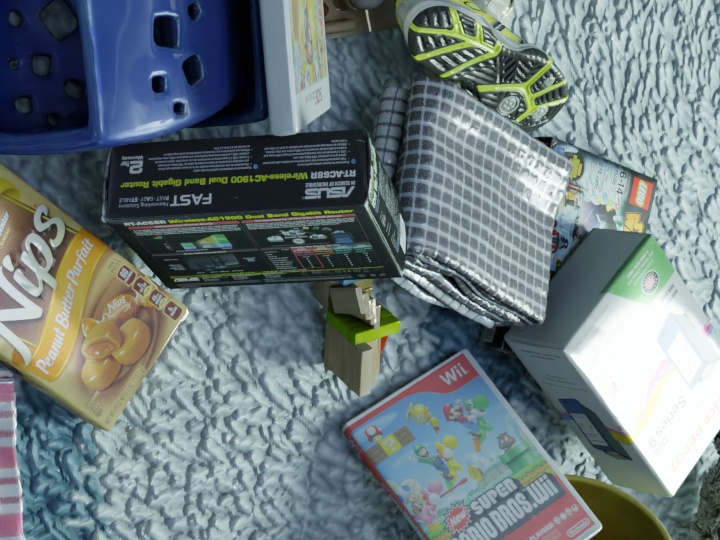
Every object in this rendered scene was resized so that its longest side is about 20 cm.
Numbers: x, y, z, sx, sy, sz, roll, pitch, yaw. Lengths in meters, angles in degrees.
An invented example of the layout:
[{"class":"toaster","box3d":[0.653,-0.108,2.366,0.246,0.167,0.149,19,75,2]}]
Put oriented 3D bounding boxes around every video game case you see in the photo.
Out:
[{"class":"video game case","box3d":[-0.049,-0.209,1.155,0.023,0.182,0.201,-3,101,7]},{"class":"video game case","box3d":[0.097,0.180,1.368,0.143,0.017,0.200,-30,72,-26]}]

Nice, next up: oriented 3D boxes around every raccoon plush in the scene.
[{"class":"raccoon plush","box3d":[0.362,0.237,1.582,0.096,0.134,0.201,19,50,-16]}]

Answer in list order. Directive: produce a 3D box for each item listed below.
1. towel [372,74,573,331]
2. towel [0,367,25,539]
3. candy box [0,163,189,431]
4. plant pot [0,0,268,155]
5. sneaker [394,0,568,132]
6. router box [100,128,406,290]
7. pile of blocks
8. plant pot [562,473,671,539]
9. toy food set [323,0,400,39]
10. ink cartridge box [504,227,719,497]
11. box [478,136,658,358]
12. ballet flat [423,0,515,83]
[{"class":"towel","box3d":[0.093,-0.052,1.334,0.199,0.085,0.167,26,61,-40]},{"class":"towel","box3d":[-0.319,0.179,1.172,0.146,0.030,0.202,-7,97,-30]},{"class":"candy box","box3d":[-0.241,0.019,1.194,0.200,0.055,0.116,40,73,-27]},{"class":"plant pot","box3d":[-0.172,-0.190,1.148,0.179,0.199,0.202,-8,96,-38]},{"class":"sneaker","box3d":[0.106,-0.187,1.341,0.075,0.077,0.200,-41,135,17]},{"class":"router box","box3d":[-0.075,-0.043,1.183,0.199,0.150,0.063,-3,70,11]},{"class":"pile of blocks","box3d":[0.000,0.000,1.325,0.062,0.082,0.201,-16,101,-29]},{"class":"plant pot","box3d":[0.177,0.303,1.406,0.199,0.200,0.143,-30,139,-26]},{"class":"toy food set","box3d":[-0.043,-0.257,1.277,0.199,0.060,0.145,-17,103,-44]},{"class":"ink cartridge box","box3d":[0.246,0.084,1.433,0.145,0.087,0.200,-48,119,-21]},{"class":"box","box3d":[0.195,-0.009,1.468,0.136,0.040,0.201,17,84,-32]},{"class":"ballet flat","box3d":[0.116,-0.254,1.391,0.069,0.069,0.201,31,77,-29]}]
